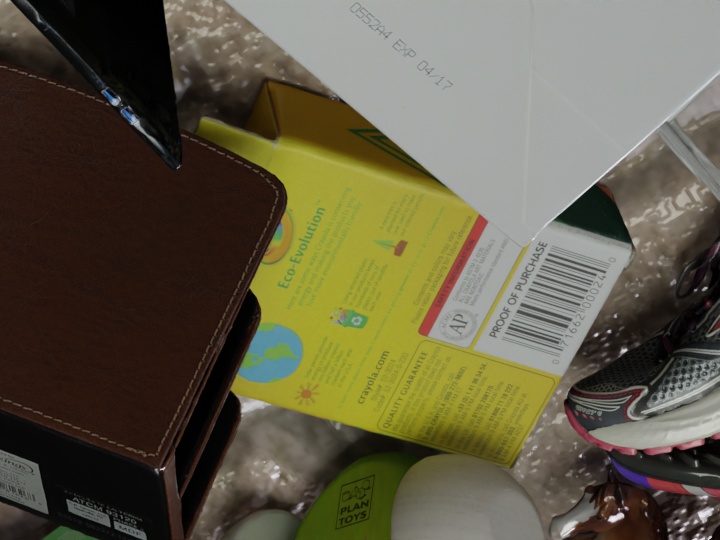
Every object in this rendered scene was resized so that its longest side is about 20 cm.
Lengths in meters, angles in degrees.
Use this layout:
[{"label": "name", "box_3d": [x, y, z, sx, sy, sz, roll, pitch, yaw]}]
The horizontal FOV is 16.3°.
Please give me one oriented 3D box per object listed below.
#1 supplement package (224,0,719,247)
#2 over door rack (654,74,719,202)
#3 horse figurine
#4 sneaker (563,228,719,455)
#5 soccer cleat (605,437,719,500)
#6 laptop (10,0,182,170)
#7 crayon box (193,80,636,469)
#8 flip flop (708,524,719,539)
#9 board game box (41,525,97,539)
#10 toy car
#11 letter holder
[{"label": "supplement package", "box_3d": [0.041, -0.141, 0.946, 0.156, 0.111, 0.200, -41, 121, 19]}, {"label": "over door rack", "box_3d": [0.216, -0.047, 1.004, 0.148, 0.201, 0.066, -43, 154, 18]}, {"label": "horse figurine", "box_3d": [0.131, 0.180, 1.213, 0.132, 0.050, 0.200, -36, 117, 20]}, {"label": "sneaker", "box_3d": [0.172, 0.008, 1.094, 0.199, 0.081, 0.075, -35, 106, 6]}, {"label": "soccer cleat", "box_3d": [0.205, 0.095, 1.160, 0.198, 0.068, 0.074, 1, 130, -11]}, {"label": "laptop", "box_3d": [-0.165, -0.120, 0.887, 0.103, 0.178, 0.200, -34, 122, 15]}, {"label": "crayon box", "box_3d": [0.000, 0.000, 1.070, 0.199, 0.051, 0.127, 17, 120, -20]}, {"label": "flip flop", "box_3d": [0.187, 0.139, 1.146, 0.199, 0.081, 0.058, -2, 102, -52]}, {"label": "board game box", "box_3d": [-0.155, 0.201, 1.136, 0.199, 0.029, 0.135, -35, 131, -18]}, {"label": "toy car", "box_3d": [0.026, 0.185, 1.115, 0.174, 0.202, 0.149, -23, 144, 39]}, {"label": "letter holder", "box_3d": [-0.139, 0.005, 1.000, 0.199, 0.143, 0.101, 19, 154, 9]}]
